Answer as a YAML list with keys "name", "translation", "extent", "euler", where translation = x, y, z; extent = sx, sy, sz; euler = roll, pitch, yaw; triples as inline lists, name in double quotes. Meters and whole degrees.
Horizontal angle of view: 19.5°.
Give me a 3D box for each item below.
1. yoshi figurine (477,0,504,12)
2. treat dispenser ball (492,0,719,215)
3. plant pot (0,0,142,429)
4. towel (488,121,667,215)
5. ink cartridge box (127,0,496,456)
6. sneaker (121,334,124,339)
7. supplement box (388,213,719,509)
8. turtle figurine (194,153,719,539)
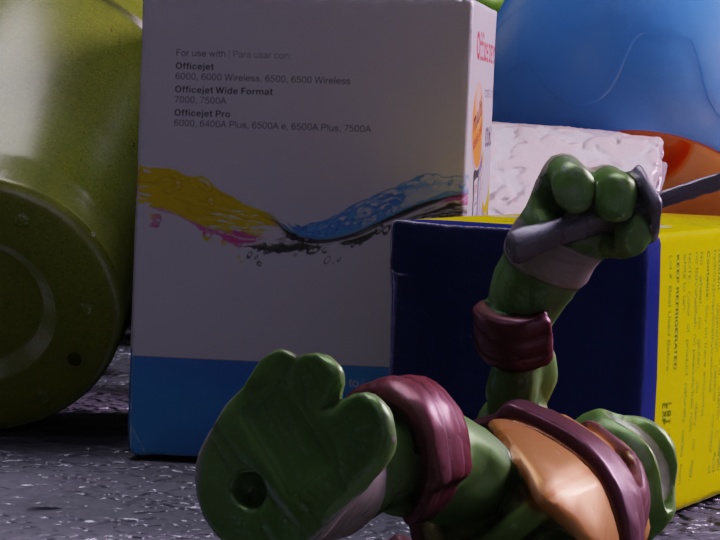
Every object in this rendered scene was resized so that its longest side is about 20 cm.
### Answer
- name: "yoshi figurine"
  translation: [0.127, -0.179, 1.359]
  extent: [0.200, 0.112, 0.112]
  euler: [8, 32, -42]
- name: "treat dispenser ball"
  translation: [0.170, -0.106, 1.228]
  extent: [0.200, 0.201, 0.201]
  euler: [2, 4, 0]
- name: "plant pot"
  translation: [-0.169, -0.030, 0.980]
  extent: [0.200, 0.201, 0.193]
  euler: [2, 31, -3]
- name: "towel"
  translation: [0.054, -0.004, 1.093]
  extent: [0.191, 0.032, 0.200]
  euler: [5, 45, 15]
- name: "ink cartridge box"
  translation: [-0.017, -0.024, 0.937]
  extent: [0.144, 0.200, 0.147]
  euler: [2, 5, 7]
- name: "sneaker"
  translation: [-0.219, 0.020, 1.122]
  extent: [0.200, 0.070, 0.090]
  euler: [1, 2, -38]
- name: "supplement box"
  translation: [0.104, 0.032, 0.863]
  extent: [0.109, 0.109, 0.200]
  euler: [5, 5, 30]
- name: "turtle figurine"
  translation: [0.069, 0.043, 0.499]
  extent: [0.200, 0.144, 0.194]
  euler: [0, 7, 31]
